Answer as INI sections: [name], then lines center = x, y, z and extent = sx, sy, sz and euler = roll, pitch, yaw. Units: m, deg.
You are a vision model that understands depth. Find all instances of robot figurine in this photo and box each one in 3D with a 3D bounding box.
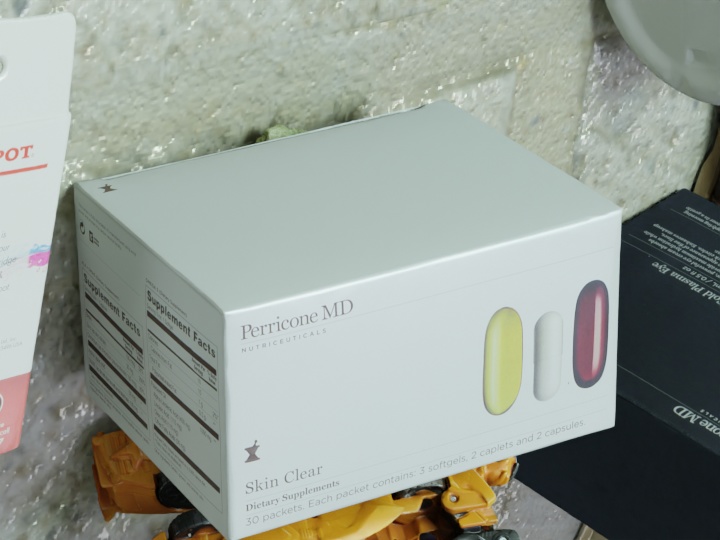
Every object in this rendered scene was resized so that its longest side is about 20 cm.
[robot figurine]
center = -0.023, 0.111, 1.199
extent = 0.198, 0.146, 0.058
euler = -7, 143, -11

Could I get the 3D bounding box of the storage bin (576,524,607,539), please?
[storage bin]
center = 0.248, 0.141, 1.605
extent = 0.199, 0.093, 0.200
euler = 14, 102, -52

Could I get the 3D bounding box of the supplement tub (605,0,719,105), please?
[supplement tub]
center = 0.234, -0.187, 1.342
extent = 0.199, 0.132, 0.133
euler = -34, 136, -28

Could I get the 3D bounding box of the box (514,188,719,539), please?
[box]
center = 0.192, 0.068, 1.405
extent = 0.181, 0.199, 0.105
euler = -27, 134, -35

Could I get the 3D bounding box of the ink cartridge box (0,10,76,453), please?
[ink cartridge box]
center = -0.188, -0.017, 1.019
extent = 0.116, 0.067, 0.202
euler = -13, 124, -45

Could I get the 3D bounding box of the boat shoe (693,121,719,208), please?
[boat shoe]
center = 0.247, -0.087, 1.475
extent = 0.070, 0.070, 0.202
euler = -16, 123, -42

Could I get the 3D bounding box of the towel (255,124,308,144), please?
[towel]
center = 0.000, 0.000, 1.273
extent = 0.199, 0.036, 0.149
euler = 0, 114, -49

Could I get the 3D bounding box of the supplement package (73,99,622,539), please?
[supplement package]
center = -0.006, 0.015, 1.133
extent = 0.199, 0.156, 0.112
euler = -15, 119, -26
